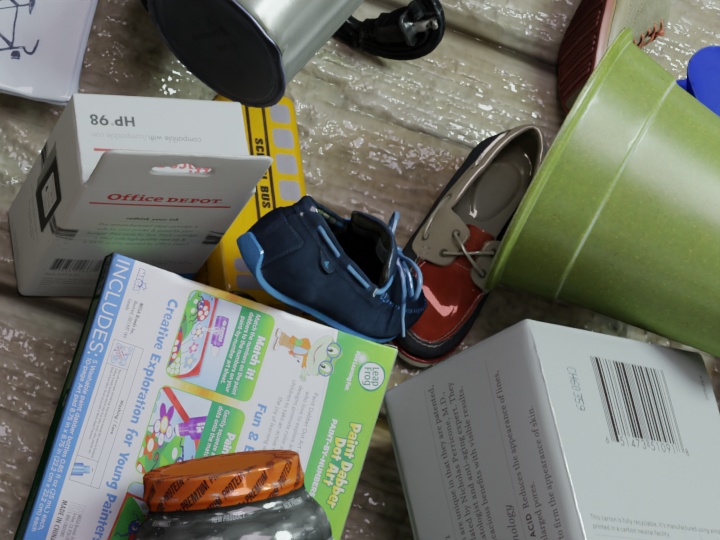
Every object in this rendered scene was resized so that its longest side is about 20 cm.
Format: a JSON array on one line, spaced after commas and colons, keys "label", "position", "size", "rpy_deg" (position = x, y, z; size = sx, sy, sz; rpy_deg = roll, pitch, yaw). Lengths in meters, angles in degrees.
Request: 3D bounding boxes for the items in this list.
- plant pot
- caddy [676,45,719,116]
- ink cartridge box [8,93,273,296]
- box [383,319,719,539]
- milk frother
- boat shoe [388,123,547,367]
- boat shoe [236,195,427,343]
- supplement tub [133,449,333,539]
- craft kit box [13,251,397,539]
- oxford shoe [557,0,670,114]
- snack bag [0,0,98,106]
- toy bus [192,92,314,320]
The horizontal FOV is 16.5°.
[{"label": "plant pot", "position": [0.212, -0.031, 1.663], "size": [0.190, 0.200, 0.200], "rpy_deg": [29, 56, 6]}, {"label": "caddy", "position": [0.250, -0.064, 1.818], "size": [0.141, 0.105, 0.200], "rpy_deg": [-19, 62, 4]}, {"label": "ink cartridge box", "position": [-0.142, -0.054, 1.589], "size": [0.116, 0.200, 0.067], "rpy_deg": [2, 63, -24]}, {"label": "box", "position": [0.142, 0.154, 1.616], "size": [0.199, 0.131, 0.200], "rpy_deg": [11, 59, -47]}, {"label": "milk frother", "position": [-0.034, -0.181, 1.710], "size": [0.188, 0.180, 0.200], "rpy_deg": [-49, 113, -25]}, {"label": "boat shoe", "position": [0.077, -0.020, 1.755], "size": [0.071, 0.063, 0.200], "rpy_deg": [35, 57, -7]}, {"label": "boat shoe", "position": [0.000, 0.000, 1.617], "size": [0.084, 0.069, 0.200], "rpy_deg": [56, 17, 20]}, {"label": "supplement tub", "position": [-0.070, 0.214, 1.494], "size": [0.122, 0.122, 0.200], "rpy_deg": [-9, 94, -28]}, {"label": "craft kit box", "position": [-0.097, 0.113, 1.577], "size": [0.197, 0.049, 0.200], "rpy_deg": [20, 81, -12]}, {"label": "oxford shoe", "position": [0.203, -0.191, 1.895], "size": [0.075, 0.070, 0.200], "rpy_deg": [27, 58, -16]}, {"label": "snack bag", "position": [-0.270, -0.205, 1.697], "size": [0.200, 0.021, 0.189], "rpy_deg": [14, 59, -6]}, {"label": "toy bus", "position": [-0.077, -0.019, 1.683], "size": [0.078, 0.065, 0.200], "rpy_deg": [3, 63, -25]}]
